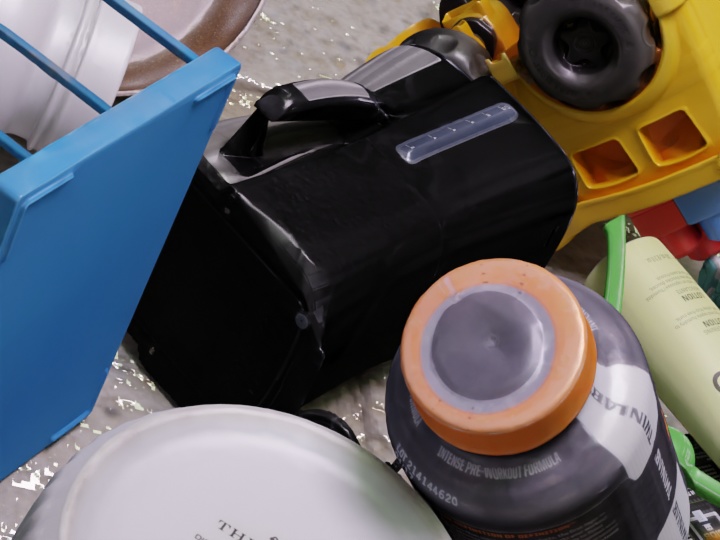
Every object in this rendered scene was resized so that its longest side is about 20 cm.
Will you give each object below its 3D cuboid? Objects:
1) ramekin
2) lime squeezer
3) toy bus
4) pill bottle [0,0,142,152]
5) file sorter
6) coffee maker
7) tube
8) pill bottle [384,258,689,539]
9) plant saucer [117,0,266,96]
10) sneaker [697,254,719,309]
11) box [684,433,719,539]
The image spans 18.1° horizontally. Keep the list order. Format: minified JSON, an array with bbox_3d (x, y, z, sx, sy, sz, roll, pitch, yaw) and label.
[{"bbox_3d":[-0.048,0.143,0.843,0.199,0.105,0.201,14,43,-14],"label":"ramekin"},{"bbox_3d":[0.140,0.068,1.040,0.070,0.038,0.200,-19,57,-20],"label":"lime squeezer"},{"bbox_3d":[0.124,-0.078,1.187,0.192,0.199,0.136,60,31,-18],"label":"toy bus"},{"bbox_3d":[-0.206,-0.121,1.035,0.199,0.109,0.109,21,39,-12],"label":"pill bottle"},{"bbox_3d":[-0.161,-0.015,0.880,0.123,0.200,0.139,37,38,12],"label":"file sorter"},{"bbox_3d":[0.000,0.000,1.047,0.200,0.135,0.193,-22,86,-44],"label":"coffee maker"},{"bbox_3d":[0.182,0.068,1.068,0.058,0.052,0.200,-33,61,-7],"label":"tube"},{"bbox_3d":[0.071,0.068,0.910,0.106,0.200,0.107,-6,64,12],"label":"pill bottle"},{"bbox_3d":[-0.136,-0.184,1.146,0.199,0.032,0.201,4,80,-24],"label":"plant saucer"},{"bbox_3d":[0.261,0.053,1.158,0.091,0.078,0.200,-27,63,-15],"label":"sneaker"},{"bbox_3d":[0.188,0.160,1.042,0.199,0.048,0.193,-9,54,-40],"label":"box"}]
